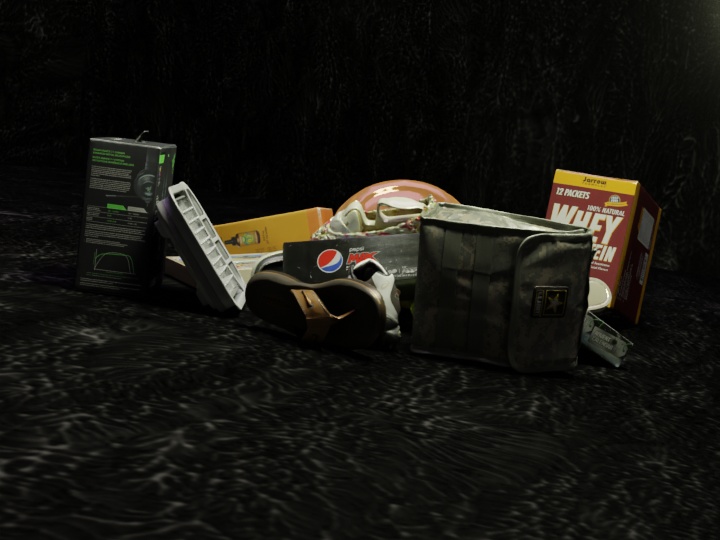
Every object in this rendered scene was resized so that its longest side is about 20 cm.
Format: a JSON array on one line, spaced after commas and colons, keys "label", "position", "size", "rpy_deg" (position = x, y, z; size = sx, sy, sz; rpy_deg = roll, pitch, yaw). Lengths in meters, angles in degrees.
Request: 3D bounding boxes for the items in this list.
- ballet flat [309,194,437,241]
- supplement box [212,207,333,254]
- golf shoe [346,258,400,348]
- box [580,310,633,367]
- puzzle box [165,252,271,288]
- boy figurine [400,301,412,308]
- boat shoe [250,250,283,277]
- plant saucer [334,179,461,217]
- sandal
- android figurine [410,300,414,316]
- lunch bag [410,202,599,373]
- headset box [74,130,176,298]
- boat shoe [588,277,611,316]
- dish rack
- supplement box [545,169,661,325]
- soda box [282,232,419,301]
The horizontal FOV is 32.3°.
[{"label": "ballet flat", "position": [0.020, -0.066, 1.650], "size": [0.197, 0.064, 0.076], "rpy_deg": [-8, 35, 13]}, {"label": "supplement box", "position": [-0.140, -0.050, 1.927], "size": [0.197, 0.067, 0.069], "rpy_deg": [-8, 0, 16]}, {"label": "golf shoe", "position": [0.009, 0.032, 1.499], "size": [0.077, 0.096, 0.200], "rpy_deg": [5, 5, -18]}, {"label": "box", "position": [0.256, 0.055, 1.619], "size": [0.136, 0.040, 0.200], "rpy_deg": [35, 0, -14]}, {"label": "puzzle box", "position": [-0.166, -0.002, 1.782], "size": [0.198, 0.026, 0.133], "rpy_deg": [-3, 11, -29]}, {"label": "boy figurine", "position": [0.080, 0.018, 1.806], "size": [0.123, 0.065, 0.200], "rpy_deg": [-20, -6, 15]}, {"label": "boat shoe", "position": [-0.049, 0.014, 1.686], "size": [0.197, 0.073, 0.068], "rpy_deg": [10, 4, -17]}, {"label": "plant saucer", "position": [0.057, -0.068, 1.738], "size": [0.197, 0.038, 0.201], "rpy_deg": [-1, 37, 1]}, {"label": "sandal", "position": [-0.058, 0.044, 1.382], "size": [0.198, 0.083, 0.054], "rpy_deg": [14, 24, 32]}, {"label": "android figurine", "position": [0.148, 0.070, 1.603], "size": [0.180, 0.042, 0.199], "rpy_deg": [13, 6, 35]}, {"label": "lunch bag", "position": [0.166, 0.021, 1.426], "size": [0.197, 0.166, 0.118], "rpy_deg": [8, 15, 13]}, {"label": "headset box", "position": [-0.297, -0.079, 1.592], "size": [0.091, 0.203, 0.174], "rpy_deg": [7, 5, -3]}, {"label": "boat shoe", "position": [0.264, 0.054, 1.809], "size": [0.197, 0.073, 0.060], "rpy_deg": [-6, -31, -14]}, {"label": "dish rack", "position": [-0.203, -0.025, 1.564], "size": [0.043, 0.173, 0.200], "rpy_deg": [-29, 6, 1]}, {"label": "supplement box", "position": [0.375, -0.033, 1.969], "size": [0.131, 0.200, 0.200], "rpy_deg": [11, -5, 26]}, {"label": "soda box", "position": [0.000, 0.000, 1.609], "size": [0.197, 0.072, 0.064], "rpy_deg": [-3, -28, 6]}]
